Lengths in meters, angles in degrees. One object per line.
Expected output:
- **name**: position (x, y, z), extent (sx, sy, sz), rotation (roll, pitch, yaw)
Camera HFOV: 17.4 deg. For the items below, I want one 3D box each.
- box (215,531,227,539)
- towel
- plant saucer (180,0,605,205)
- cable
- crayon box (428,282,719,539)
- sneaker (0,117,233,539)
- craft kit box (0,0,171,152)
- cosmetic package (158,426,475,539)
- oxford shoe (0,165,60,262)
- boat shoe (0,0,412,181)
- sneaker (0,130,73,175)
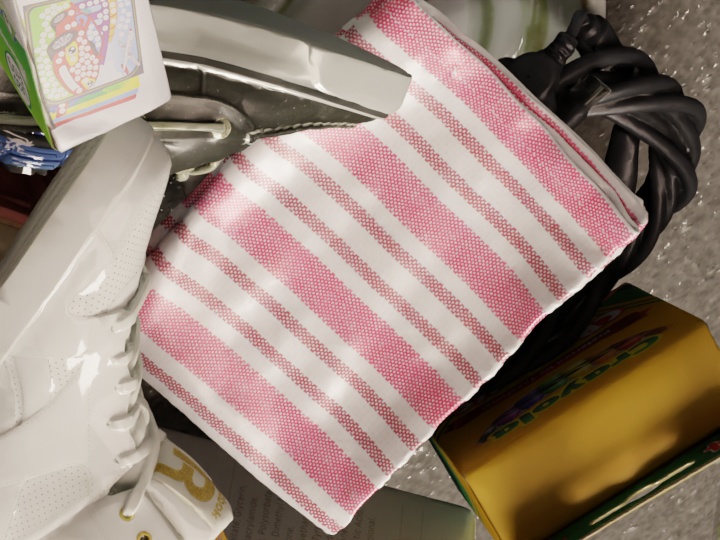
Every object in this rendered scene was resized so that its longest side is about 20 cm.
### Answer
- **box**: position (-0.091, 0.176, 0.951), extent (0.118, 0.042, 0.201), rotation (-11, 125, 13)
- **towel**: position (0.000, 0.000, 0.951), extent (0.146, 0.030, 0.200), rotation (41, 106, -12)
- **plant saucer**: position (0.007, -0.087, 0.991), extent (0.199, 0.050, 0.201), rotation (-20, 141, -17)
- **cable**: position (0.062, -0.016, 1.025), extent (0.200, 0.051, 0.163), rotation (-49, 144, 6)
- **crayon box**: position (0.100, 0.067, 1.061), extent (0.127, 0.200, 0.051), rotation (-31, 98, -3)
- **sneaker**: position (-0.085, 0.043, 0.820), extent (0.115, 0.074, 0.200), rotation (29, 121, -7)
- **craft kit box**: position (-0.128, -0.167, 0.676), extent (0.048, 0.200, 0.198), rotation (-24, 143, -15)
- **cosmetic package**: position (-0.066, 0.196, 1.091), extent (0.199, 0.165, 0.165), rotation (16, 128, -5)
- **oxford shoe**: position (-0.178, -0.026, 0.905), extent (0.199, 0.071, 0.075), rotation (18, 125, -45)
- **boat shoe**: position (-0.073, -0.069, 0.850), extent (0.199, 0.071, 0.064), rotation (8, 105, -34)
- **sneaker**: position (-0.146, -0.089, 0.857), extent (0.199, 0.075, 0.079), rotation (6, 124, -43)
